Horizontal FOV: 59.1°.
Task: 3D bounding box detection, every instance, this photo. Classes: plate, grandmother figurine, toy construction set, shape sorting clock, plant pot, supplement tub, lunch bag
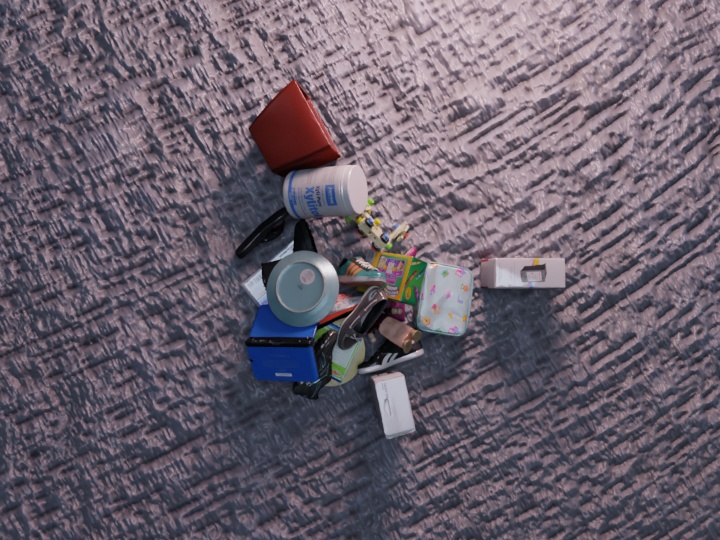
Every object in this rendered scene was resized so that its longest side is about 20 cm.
[{"bbox_3d":[-0.154,0.044,1.651,0.196,0.026,0.204,-3,76,11],"label":"plate"},{"bbox_3d":[0.064,0.148,1.723,0.121,0.061,0.199,-39,51,-25],"label":"grandmother figurine"},{"bbox_3d":[0.040,-0.129,1.758,0.198,0.132,0.093,31,116,-8],"label":"toy construction set"},{"bbox_3d":[-0.085,0.219,1.758,0.196,0.039,0.204,0,88,0],"label":"shape sorting clock"},{"bbox_3d":[-0.185,-0.362,1.716,0.174,0.200,0.202,-29,89,6],"label":"plant pot"},{"bbox_3d":[-0.094,-0.207,1.683,0.197,0.131,0.135,-2,86,25],"label":"supplement tub"},{"bbox_3d":[0.234,0.085,1.773,0.157,0.077,0.204,10,86,-5],"label":"lunch bag"}]

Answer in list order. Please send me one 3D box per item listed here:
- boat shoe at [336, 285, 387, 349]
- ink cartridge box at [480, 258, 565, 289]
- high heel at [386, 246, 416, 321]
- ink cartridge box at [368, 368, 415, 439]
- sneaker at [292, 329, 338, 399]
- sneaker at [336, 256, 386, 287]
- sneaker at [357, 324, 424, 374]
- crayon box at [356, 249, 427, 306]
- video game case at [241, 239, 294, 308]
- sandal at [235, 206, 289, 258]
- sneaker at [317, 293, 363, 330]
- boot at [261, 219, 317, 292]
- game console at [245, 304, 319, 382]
[{"bbox_3d":[0.004,0.134,1.660,0.066,0.057,0.202,18,109,-42],"label":"boat shoe"},{"bbox_3d":[0.445,0.010,1.759,0.196,0.148,0.087,-1,88,-6],"label":"ink cartridge box"},{"bbox_3d":[0.127,0.039,1.767,0.095,0.067,0.202,31,90,8],"label":"high heel"},{"bbox_3d":[0.081,0.346,1.683,0.082,0.200,0.148,-12,88,-5],"label":"ink cartridge box"},{"bbox_3d":[-0.107,0.254,1.711,0.079,0.075,0.202,29,95,-12],"label":"sneaker"},{"bbox_3d":[0.000,0.000,1.708,0.071,0.198,0.081,19,79,-38],"label":"sneaker"},{"bbox_3d":[0.070,0.208,1.758,0.197,0.073,0.114,-16,85,-17],"label":"sneaker"},{"bbox_3d":[0.081,0.018,1.706,0.058,0.199,0.121,20,85,-37],"label":"crayon box"},{"bbox_3d":[-0.200,0.046,1.768,0.199,0.024,0.183,-40,91,-6],"label":"video game case"},{"bbox_3d":[-0.260,-0.101,1.756,0.200,0.075,0.048,-42,116,2],"label":"sandal"},{"bbox_3d":[-0.070,0.078,1.717,0.199,0.067,0.109,-23,74,2],"label":"sneaker"},{"bbox_3d":[-0.194,-0.027,1.726,0.160,0.073,0.201,-20,73,7],"label":"boot"},{"bbox_3d":[-0.192,0.192,1.693,0.197,0.118,0.173,-2,112,22],"label":"game console"}]
